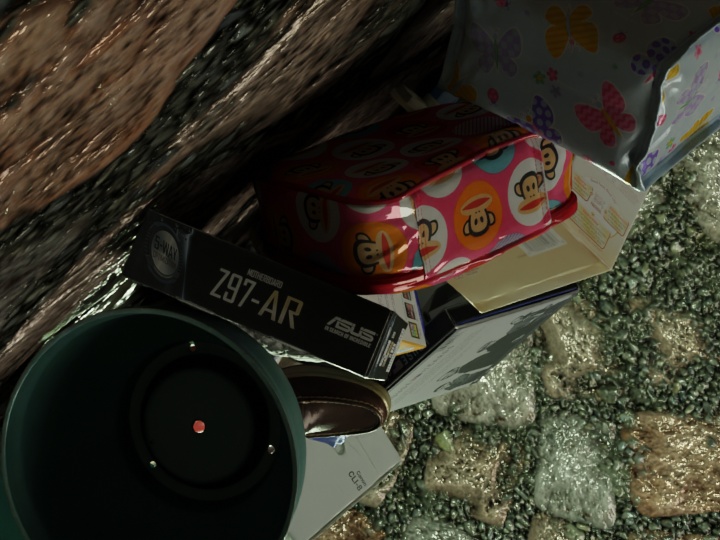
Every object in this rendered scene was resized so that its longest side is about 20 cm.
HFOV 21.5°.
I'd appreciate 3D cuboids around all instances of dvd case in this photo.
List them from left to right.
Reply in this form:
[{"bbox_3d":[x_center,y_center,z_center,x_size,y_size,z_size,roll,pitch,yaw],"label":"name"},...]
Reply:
[{"bbox_3d":[0.085,0.066,1.620,0.150,0.025,0.199,-44,161,33],"label":"dvd case"}]

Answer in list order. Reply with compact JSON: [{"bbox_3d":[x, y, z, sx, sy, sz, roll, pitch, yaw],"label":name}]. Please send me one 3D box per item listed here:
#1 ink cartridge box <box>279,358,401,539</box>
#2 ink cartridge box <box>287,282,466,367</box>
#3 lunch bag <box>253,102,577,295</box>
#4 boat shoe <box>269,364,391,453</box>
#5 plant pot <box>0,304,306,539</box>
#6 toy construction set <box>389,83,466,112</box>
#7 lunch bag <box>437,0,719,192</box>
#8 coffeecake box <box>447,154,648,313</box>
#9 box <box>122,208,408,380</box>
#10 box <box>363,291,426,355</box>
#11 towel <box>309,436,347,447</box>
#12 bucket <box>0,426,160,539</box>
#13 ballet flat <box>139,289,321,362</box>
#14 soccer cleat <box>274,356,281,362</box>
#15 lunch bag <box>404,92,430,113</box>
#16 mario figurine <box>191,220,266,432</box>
[{"bbox_3d":[-0.086,0.173,1.903,0.144,0.146,0.199,-39,-165,-24],"label":"ink cartridge box"},{"bbox_3d":[0.037,0.017,1.703,0.199,0.084,0.146,-25,-157,-30],"label":"ink cartridge box"},{"bbox_3d":[0.029,-0.057,1.278,0.199,0.083,0.175,-22,-155,-33],"label":"lunch bag"},{"bbox_3d":[-0.075,0.123,1.536,0.073,0.197,0.072,90,4,-48],"label":"boat shoe"},{"bbox_3d":[-0.122,0.114,1.259,0.200,0.200,0.134,-43,178,15],"label":"plant pot"},{"bbox_3d":[0.114,-0.153,1.413,0.199,0.092,0.131,-35,-160,7],"label":"toy construction set"},{"bbox_3d":[0.174,-0.168,1.245,0.199,0.169,0.128,-34,144,-42],"label":"lunch bag"},{"bbox_3d":[0.152,-0.080,1.426,0.153,0.073,0.201,-22,-147,53],"label":"coffeecake box"},{"bbox_3d":[-0.054,0.020,1.192,0.200,0.159,0.044,42,70,-84],"label":"box"},{"bbox_3d":[0.000,0.000,1.440,0.041,0.120,0.200,-15,168,14],"label":"box"},{"bbox_3d":[-0.105,0.129,1.657,0.145,0.198,0.024,124,-28,-78],"label":"towel"},{"bbox_3d":[-0.233,0.192,1.374,0.207,0.135,0.207,-41,174,-5],"label":"bucket"},{"bbox_3d":[-0.079,0.030,1.383,0.056,0.067,0.199,-20,157,37],"label":"ballet flat"},{"bbox_3d":[-0.100,0.060,1.748,0.074,0.068,0.200,-61,175,-7],"label":"soccer cleat"},{"bbox_3d":[0.058,-0.085,1.587,0.160,0.083,0.200,-38,174,-43],"label":"lunch bag"},{"bbox_3d":[-0.119,0.039,1.467,0.123,0.106,0.201,23,108,-44],"label":"mario figurine"}]
